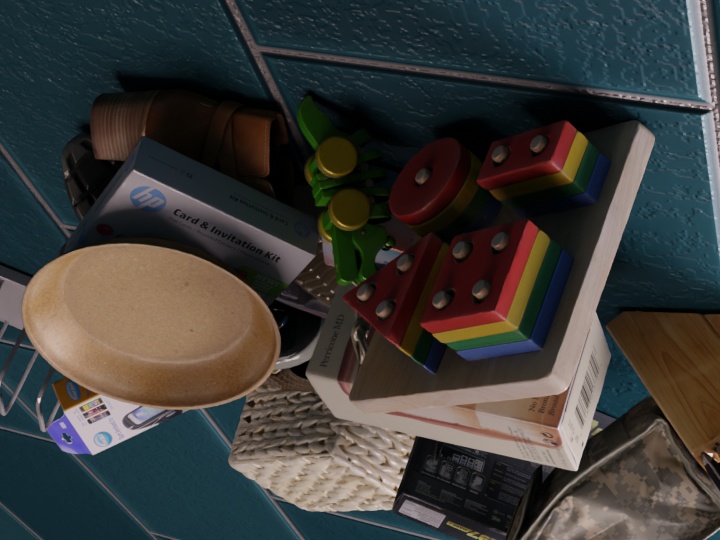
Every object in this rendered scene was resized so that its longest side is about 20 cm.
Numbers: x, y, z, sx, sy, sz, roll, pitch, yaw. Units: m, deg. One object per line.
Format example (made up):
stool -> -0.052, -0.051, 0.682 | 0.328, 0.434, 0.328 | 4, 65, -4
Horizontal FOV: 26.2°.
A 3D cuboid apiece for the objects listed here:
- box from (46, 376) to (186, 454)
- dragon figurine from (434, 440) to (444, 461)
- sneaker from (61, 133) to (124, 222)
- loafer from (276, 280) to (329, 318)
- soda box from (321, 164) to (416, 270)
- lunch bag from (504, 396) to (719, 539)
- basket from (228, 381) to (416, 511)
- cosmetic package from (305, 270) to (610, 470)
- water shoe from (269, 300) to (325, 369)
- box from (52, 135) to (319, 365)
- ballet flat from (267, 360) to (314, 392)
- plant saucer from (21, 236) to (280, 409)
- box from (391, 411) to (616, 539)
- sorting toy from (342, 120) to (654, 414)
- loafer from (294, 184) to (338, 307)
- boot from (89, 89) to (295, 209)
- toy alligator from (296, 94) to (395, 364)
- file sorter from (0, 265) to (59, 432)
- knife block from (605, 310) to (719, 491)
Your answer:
box -> -0.226, 0.121, 1.588 | 0.200, 0.041, 0.119 | -23, 151, -7
dragon figurine -> 0.109, 0.074, 1.274 | 0.200, 0.059, 0.099 | -38, 146, 19
sneaker -> -0.187, -0.039, 1.346 | 0.200, 0.075, 0.079 | 49, 178, -20
loafer -> -0.054, 0.005, 1.337 | 0.200, 0.072, 0.063 | 29, 159, -21
soda box -> 0.073, -0.018, 1.185 | 0.200, 0.068, 0.064 | 17, 154, 9
lunch bag -> 0.190, 0.202, 1.262 | 0.118, 0.200, 0.164 | 53, -170, 5
basket -> -0.023, 0.162, 1.556 | 0.136, 0.123, 0.200 | 36, 151, -29
cosmetic package -> 0.074, 0.071, 1.159 | 0.200, 0.103, 0.087 | 9, 155, 23
water shoe -> -0.126, 0.041, 1.459 | 0.200, 0.072, 0.079 | 8, 150, 26
box -> -0.147, -0.003, 1.209 | 0.156, 0.041, 0.200 | 26, 135, -21
ballet flat -> -0.014, 0.080, 1.448 | 0.200, 0.067, 0.046 | 1, 161, 29
plant saucer -> -0.159, 0.034, 1.195 | 0.200, 0.035, 0.200 | 4, 139, 4
box -> 0.146, 0.183, 1.418 | 0.200, 0.158, 0.051 | 22, 147, -1
sorting toy -> 0.075, -0.013, 1.038 | 0.070, 0.200, 0.199 | 38, 151, -28
loafer -> 0.000, 0.000, 1.287 | 0.200, 0.068, 0.076 | 49, 145, -16
boot -> -0.122, -0.054, 1.230 | 0.155, 0.077, 0.200 | 6, 122, 17
toy alligator -> 0.001, -0.034, 1.128 | 0.054, 0.200, 0.059 | -13, 173, -13
file sorter -> -0.366, 0.092, 1.692 | 0.200, 0.125, 0.139 | 22, 156, 0
knife block -> 0.267, 0.121, 1.178 | 0.200, 0.176, 0.064 | 1, 147, 38
